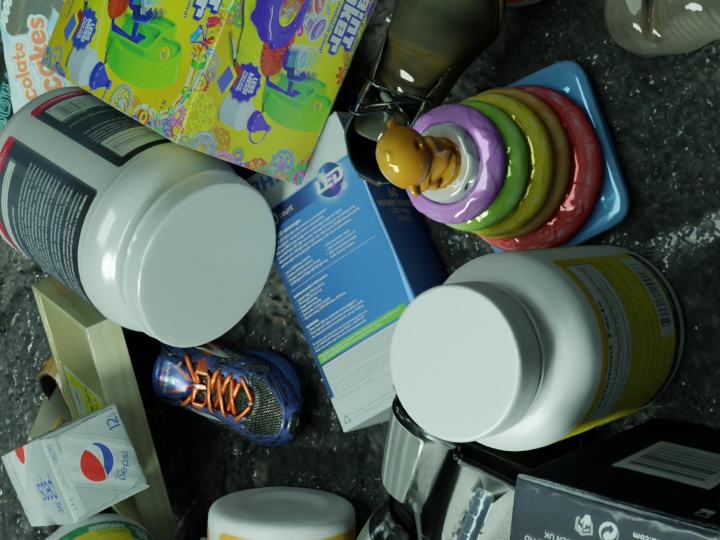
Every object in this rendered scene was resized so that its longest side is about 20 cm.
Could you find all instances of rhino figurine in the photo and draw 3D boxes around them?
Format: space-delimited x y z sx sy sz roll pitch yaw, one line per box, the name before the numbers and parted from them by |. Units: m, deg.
rhino figurine | 0.224 -0.174 0.687 0.198 0.060 0.089 -3 110 35

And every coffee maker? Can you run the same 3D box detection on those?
coffee maker | 0.082 0.189 0.775 0.189 0.135 0.202 16 113 -8

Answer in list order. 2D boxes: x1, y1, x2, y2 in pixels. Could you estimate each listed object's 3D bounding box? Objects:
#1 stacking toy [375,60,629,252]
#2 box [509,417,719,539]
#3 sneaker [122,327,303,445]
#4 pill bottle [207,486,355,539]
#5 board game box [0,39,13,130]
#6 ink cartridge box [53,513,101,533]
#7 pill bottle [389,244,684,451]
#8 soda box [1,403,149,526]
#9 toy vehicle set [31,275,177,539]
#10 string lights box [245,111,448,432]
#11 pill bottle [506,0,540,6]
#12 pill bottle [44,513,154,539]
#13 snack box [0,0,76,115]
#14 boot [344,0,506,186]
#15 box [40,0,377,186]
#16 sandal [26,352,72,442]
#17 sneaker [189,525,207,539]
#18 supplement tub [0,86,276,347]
stacking toy | 0.068 -0.063 0.721 0.109 0.199 0.118 -24 80 34
box | 0.167 0.203 0.664 0.116 0.196 0.204 9 98 34
sneaker | -0.126 0.088 0.947 0.198 0.078 0.077 20 104 34
pill bottle | -0.059 0.272 0.887 0.111 0.111 0.204 4 96 35
board game box | -0.272 -0.183 1.069 0.134 0.028 0.203 22 106 34
ink cartridge box | -0.285 0.324 1.027 0.200 0.043 0.175 -44 29 34
pill bottle | 0.104 0.043 0.701 0.110 0.199 0.113 2 93 36
soda box | -0.228 0.156 0.942 0.069 0.063 0.200 66 153 1
toy vehicle set | -0.207 0.111 0.968 0.124 0.026 0.203 26 133 52
string lights box | 0.000 0.000 0.861 0.102 0.059 0.202 -31 74 33
pill bottle | 0.058 -0.238 0.713 0.113 0.199 0.116 -4 82 32
pill bottle | -0.167 0.275 0.853 0.200 0.111 0.114 44 118 52
snack box | -0.238 -0.168 1.004 0.114 0.037 0.203 -5 98 17
boot | 0.038 -0.120 0.751 0.074 0.200 0.098 20 77 -2
box | -0.099 -0.196 0.850 0.192 0.121 0.202 29 99 42
sandal | -0.259 0.103 1.059 0.082 0.054 0.201 43 116 26
sneaker | -0.178 0.275 1.005 0.198 0.071 0.081 -29 74 26
supplement tub | -0.171 -0.042 0.882 0.199 0.139 0.142 30 109 37
